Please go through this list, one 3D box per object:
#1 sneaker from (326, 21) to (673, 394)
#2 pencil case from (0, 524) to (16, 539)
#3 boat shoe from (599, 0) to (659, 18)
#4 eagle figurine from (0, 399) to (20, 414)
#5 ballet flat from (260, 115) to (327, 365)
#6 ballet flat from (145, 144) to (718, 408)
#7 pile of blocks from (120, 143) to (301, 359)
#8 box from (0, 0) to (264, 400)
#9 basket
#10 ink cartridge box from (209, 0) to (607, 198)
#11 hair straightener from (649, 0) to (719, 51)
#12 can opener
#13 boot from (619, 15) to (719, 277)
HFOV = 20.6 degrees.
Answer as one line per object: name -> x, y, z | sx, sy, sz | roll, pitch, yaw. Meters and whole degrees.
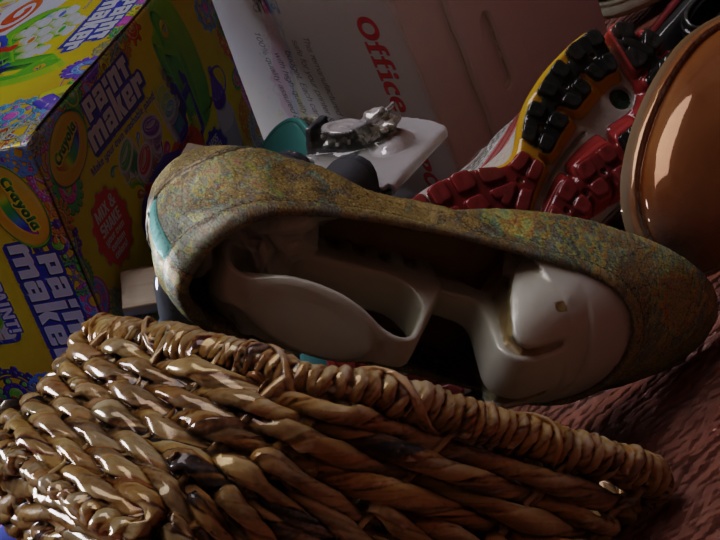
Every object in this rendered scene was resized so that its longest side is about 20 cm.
sneaker -> 0.063, -0.012, 0.825 | 0.200, 0.078, 0.082 | -44, -6, -19
pencil case -> -0.109, 0.111, 0.804 | 0.200, 0.086, 0.078 | -62, -12, -60
boat shoe -> 0.203, -0.220, 1.104 | 0.200, 0.065, 0.072 | -37, 16, 9
eagle figurine -> -0.203, 0.057, 1.087 | 0.151, 0.152, 0.200 | 9, 26, 14
ballet flat -> 0.000, 0.000, 0.908 | 0.067, 0.062, 0.201 | -41, 38, 23
ballet flat -> 0.026, 0.012, 0.640 | 0.071, 0.199, 0.071 | -166, 90, -77
pile of blocks -> -0.056, 0.036, 0.836 | 0.081, 0.062, 0.201 | -7, 47, 2
box -> -0.174, -0.041, 0.927 | 0.191, 0.123, 0.200 | -8, 28, 23
basket -> -0.027, 0.059, 0.644 | 0.149, 0.143, 0.200 | -43, 15, -17
ink cartridge box -> 0.003, -0.129, 1.027 | 0.199, 0.148, 0.145 | 9, 47, 40
hair straightener -> 0.185, -0.150, 0.981 | 0.200, 0.041, 0.077 | -44, 15, -24
can opener -> -0.016, -0.017, 0.776 | 0.052, 0.067, 0.200 | 3, 21, 21
boot -> 0.189, -0.073, 0.675 | 0.200, 0.074, 0.154 | -46, 20, -20
